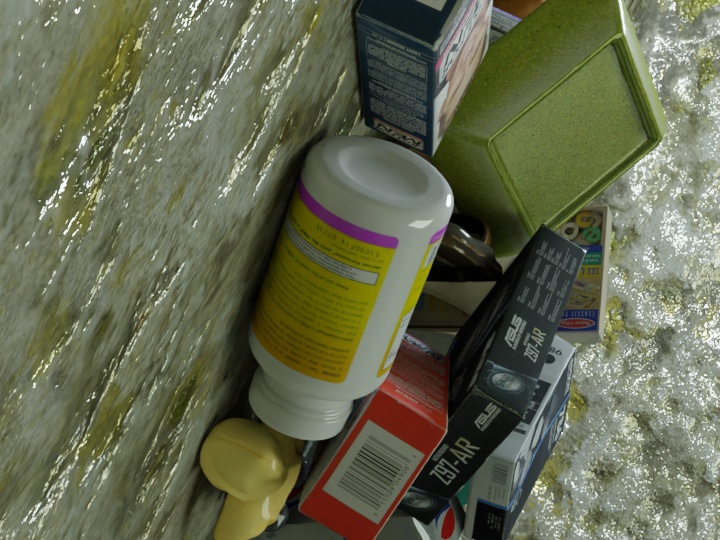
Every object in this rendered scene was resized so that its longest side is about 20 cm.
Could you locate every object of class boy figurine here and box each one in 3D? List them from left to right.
[{"bbox_3d":[-0.082,0.159,1.300,0.125,0.064,0.200,-63,170,-9],"label":"boy figurine"}]

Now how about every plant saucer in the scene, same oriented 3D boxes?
[{"bbox_3d":[0.158,-0.113,1.353,0.200,0.048,0.200,-39,138,-5],"label":"plant saucer"}]

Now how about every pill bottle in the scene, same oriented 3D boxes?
[{"bbox_3d":[-0.015,0.016,1.159,0.104,0.104,0.200,-50,163,-59],"label":"pill bottle"}]

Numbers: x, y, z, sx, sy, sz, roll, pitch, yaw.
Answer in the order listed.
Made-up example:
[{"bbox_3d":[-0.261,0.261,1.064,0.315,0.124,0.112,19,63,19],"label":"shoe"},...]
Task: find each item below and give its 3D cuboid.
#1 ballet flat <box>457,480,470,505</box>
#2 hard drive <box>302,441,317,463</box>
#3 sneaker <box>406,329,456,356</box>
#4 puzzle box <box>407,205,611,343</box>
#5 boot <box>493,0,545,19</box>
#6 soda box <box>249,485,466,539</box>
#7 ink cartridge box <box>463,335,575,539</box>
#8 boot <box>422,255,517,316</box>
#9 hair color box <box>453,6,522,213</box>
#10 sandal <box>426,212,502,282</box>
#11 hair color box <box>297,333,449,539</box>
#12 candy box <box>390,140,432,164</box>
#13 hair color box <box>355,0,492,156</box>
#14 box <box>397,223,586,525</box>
[{"bbox_3d":[0.049,0.134,1.589,0.070,0.200,0.065,-27,-158,3],"label":"ballet flat"},{"bbox_3d":[-0.026,0.116,1.607,0.200,0.033,0.140,-63,171,-16],"label":"hard drive"},{"bbox_3d":[0.041,0.112,1.515,0.073,0.200,0.112,-97,-154,-58],"label":"sneaker"},{"bbox_3d":[0.132,0.004,1.603,0.025,0.200,0.133,57,36,-59],"label":"puzzle box"},{"bbox_3d":[0.156,-0.286,1.497,0.201,0.071,0.144,-56,162,-61],"label":"boot"},{"bbox_3d":[-0.016,0.210,1.416,0.064,0.200,0.068,63,37,-24],"label":"soda box"},{"bbox_3d":[0.140,0.129,1.424,0.200,0.039,0.100,-56,156,-47],"label":"ink cartridge box"},{"bbox_3d":[0.109,-0.038,1.572,0.200,0.155,0.073,-57,168,-41],"label":"boot"},{"bbox_3d":[0.094,-0.115,1.429,0.200,0.109,0.065,-69,170,27],"label":"hair color box"},{"bbox_3d":[0.066,-0.023,1.337,0.200,0.082,0.055,39,55,-73],"label":"sandal"},{"bbox_3d":[0.014,0.121,1.297,0.111,0.064,0.200,-57,-178,11],"label":"hair color box"},{"bbox_3d":[0.000,0.000,1.368,0.200,0.056,0.117,-68,170,15],"label":"candy box"},{"bbox_3d":[0.046,-0.163,1.166,0.100,0.060,0.200,-62,172,-13],"label":"hair color box"},{"bbox_3d":[0.098,0.081,1.334,0.160,0.043,0.200,-56,-175,45],"label":"box"}]
